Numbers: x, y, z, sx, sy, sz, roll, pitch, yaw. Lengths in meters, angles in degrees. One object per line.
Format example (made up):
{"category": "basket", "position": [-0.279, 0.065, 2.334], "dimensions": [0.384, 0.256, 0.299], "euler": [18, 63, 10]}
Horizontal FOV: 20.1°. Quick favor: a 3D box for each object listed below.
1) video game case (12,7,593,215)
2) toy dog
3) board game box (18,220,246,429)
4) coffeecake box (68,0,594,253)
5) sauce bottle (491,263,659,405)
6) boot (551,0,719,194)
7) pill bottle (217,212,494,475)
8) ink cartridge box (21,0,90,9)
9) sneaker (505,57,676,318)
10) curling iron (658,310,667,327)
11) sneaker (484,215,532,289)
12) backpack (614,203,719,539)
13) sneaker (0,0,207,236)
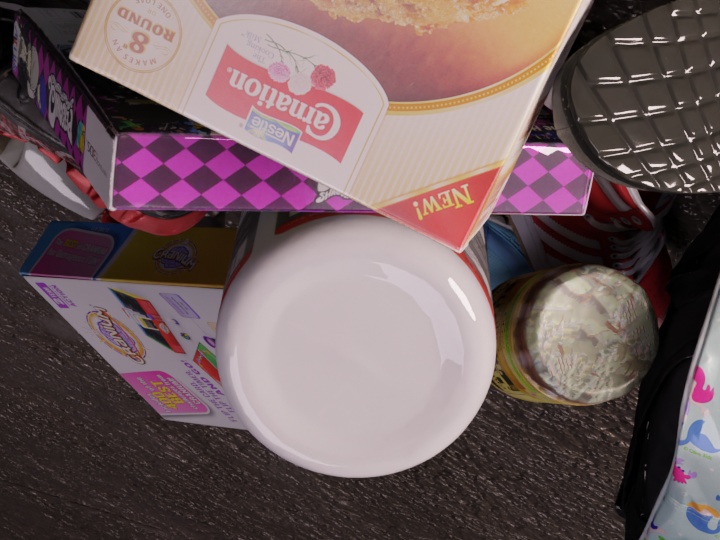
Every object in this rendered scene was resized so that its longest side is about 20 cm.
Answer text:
{"category": "video game case", "position": [-0.030, -0.068, 0.846], "dimensions": [0.200, 0.036, 0.181], "euler": [0, -159, -23]}
{"category": "toy dog", "position": [-0.153, -0.075, 1.202], "dimensions": [0.200, 0.132, 0.096], "euler": [27, 122, -9]}
{"category": "board game box", "position": [-0.076, 0.035, 1.146], "dimensions": [0.200, 0.040, 0.153], "euler": [4, 145, 41]}
{"category": "coffeecake box", "position": [0.013, -0.131, 0.694], "dimensions": [0.153, 0.200, 0.073], "euler": [26, -166, 5]}
{"category": "sauce bottle", "position": [0.087, 0.033, 0.962], "dimensions": [0.065, 0.065, 0.200], "euler": [30, 172, -4]}
{"category": "boot", "position": [0.121, -0.065, 0.759], "dimensions": [0.131, 0.200, 0.068], "euler": [-12, 97, 55]}
{"category": "pill bottle", "position": [0.000, 0.000, 0.915], "dimensions": [0.116, 0.116, 0.200], "euler": [32, -161, -11]}
{"category": "ink cartridge box", "position": [-0.154, -0.192, 0.933], "dimensions": [0.145, 0.084, 0.200], "euler": [22, 159, 15]}
{"category": "sneaker", "position": [0.131, -0.030, 0.972], "dimensions": [0.112, 0.071, 0.200], "euler": [13, 153, 43]}
{"category": "curling iron", "position": [0.119, -0.007, 1.105], "dimensions": [0.050, 0.026, 0.200], "euler": [-1, 144, 50]}
{"category": "sneaker", "position": [0.055, 0.012, 1.107], "dimensions": [0.078, 0.090, 0.200], "euler": [40, 168, 25]}
{"category": "backpack", "position": [0.199, 0.048, 0.924], "dimensions": [0.151, 0.178, 0.200], "euler": [14, 148, 15]}
{"category": "sneaker", "position": [-0.141, -0.087, 0.945], "dimensions": [0.200, 0.071, 0.098], "euler": [31, 160, -19]}
